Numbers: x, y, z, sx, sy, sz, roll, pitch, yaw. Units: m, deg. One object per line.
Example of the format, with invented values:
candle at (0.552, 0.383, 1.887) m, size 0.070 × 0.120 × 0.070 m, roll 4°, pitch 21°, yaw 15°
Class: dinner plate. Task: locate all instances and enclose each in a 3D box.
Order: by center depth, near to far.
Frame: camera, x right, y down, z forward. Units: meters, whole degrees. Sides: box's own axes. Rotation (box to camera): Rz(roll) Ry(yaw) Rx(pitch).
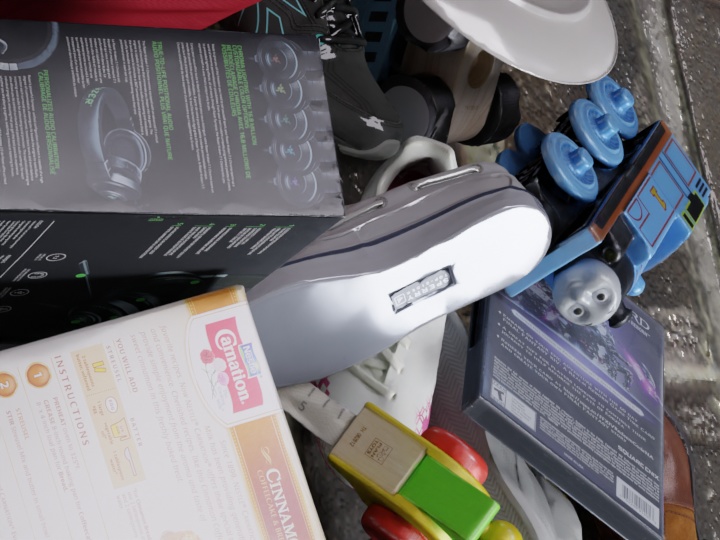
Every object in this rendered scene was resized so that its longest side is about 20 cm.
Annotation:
dinner plate at (0.076, -0.188, 1.542) m, size 0.200 × 0.024 × 0.201 m, roll 31°, pitch 33°, yaw -23°

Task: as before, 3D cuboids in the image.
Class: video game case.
video game case at (0.121, 0.056, 1.546) m, size 0.143 × 0.019 × 0.200 m, roll 38°, pitch 30°, yaw -19°

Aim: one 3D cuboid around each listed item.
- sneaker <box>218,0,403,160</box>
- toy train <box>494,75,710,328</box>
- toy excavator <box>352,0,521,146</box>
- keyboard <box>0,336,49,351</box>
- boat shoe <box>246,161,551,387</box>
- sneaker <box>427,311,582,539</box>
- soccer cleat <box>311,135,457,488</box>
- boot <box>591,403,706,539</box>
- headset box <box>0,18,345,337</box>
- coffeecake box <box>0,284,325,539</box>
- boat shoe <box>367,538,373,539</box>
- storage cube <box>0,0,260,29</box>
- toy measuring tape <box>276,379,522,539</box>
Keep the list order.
sneaker at (-0.038, -0.145, 1.460) m, size 0.200 × 0.079 × 0.075 m, roll 50°, pitch 20°, yaw 17°
toy train at (0.136, -0.038, 1.577) m, size 0.114 × 0.087 × 0.200 m, roll 52°, pitch 28°, yaw -7°
toy excavator at (0.008, -0.184, 1.592) m, size 0.100 × 0.199 × 0.195 m, roll -13°, pitch 124°, yaw -55°
keyboard at (-0.138, 0.035, 1.324) m, size 0.200 × 0.040 × 0.104 m, roll 33°, pitch 54°, yaw -20°
boat shoe at (0.000, 0.000, 1.406) m, size 0.065 × 0.199 × 0.074 m, roll -124°, pitch -160°, yaw -47°
sneaker at (0.066, 0.110, 1.540) m, size 0.116 × 0.073 × 0.201 m, roll 36°, pitch 31°, yaw -65°
soccer cleat at (0.015, 0.019, 1.470) m, size 0.069 × 0.086 × 0.201 m, roll 11°, pitch 66°, yaw -4°
boot at (0.153, 0.176, 1.576) m, size 0.200 × 0.068 × 0.189 m, roll -58°, pitch 137°, yaw -62°
headset box at (-0.123, -0.038, 1.222) m, size 0.199 × 0.174 × 0.093 m, roll 0°, pitch 71°, yaw -28°
coffeecake box at (-0.128, 0.110, 1.202) m, size 0.199 × 0.073 × 0.154 m, roll -16°, pitch 83°, yaw -24°
boat shoe at (0.045, 0.240, 1.447) m, size 0.075 × 0.074 × 0.203 m, roll 52°, pitch 15°, yaw -80°
storage cube at (-0.158, -0.208, 1.312) m, size 0.171 × 0.179 × 0.201 m, roll 20°, pitch 58°, yaw -46°
toy measuring tape at (0.003, 0.099, 1.420) m, size 0.200 × 0.074 × 0.074 m, roll 33°, pitch 32°, yaw 18°
